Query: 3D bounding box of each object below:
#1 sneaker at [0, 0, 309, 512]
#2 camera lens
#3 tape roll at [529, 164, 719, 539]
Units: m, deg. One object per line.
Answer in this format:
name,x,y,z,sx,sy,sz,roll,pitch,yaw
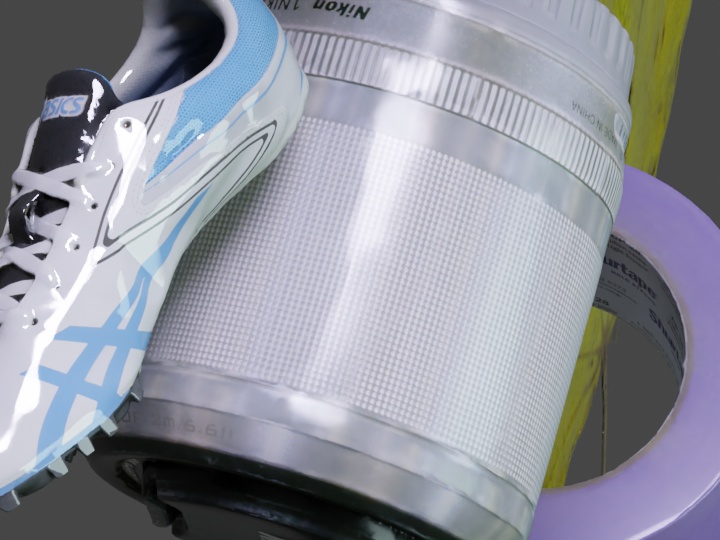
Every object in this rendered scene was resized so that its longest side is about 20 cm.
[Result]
sneaker,-0.085,-0.010,0.861,0.073,0.072,0.201,47,56,-27
camera lens,0.000,0.000,0.987,0.160,0.159,0.201,64,41,-70
tape roll,0.081,0.053,1.300,0.085,0.199,0.201,79,28,-61
